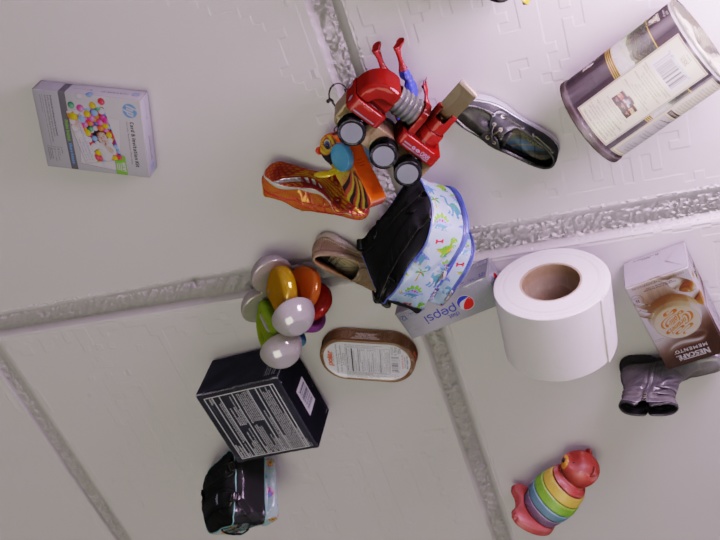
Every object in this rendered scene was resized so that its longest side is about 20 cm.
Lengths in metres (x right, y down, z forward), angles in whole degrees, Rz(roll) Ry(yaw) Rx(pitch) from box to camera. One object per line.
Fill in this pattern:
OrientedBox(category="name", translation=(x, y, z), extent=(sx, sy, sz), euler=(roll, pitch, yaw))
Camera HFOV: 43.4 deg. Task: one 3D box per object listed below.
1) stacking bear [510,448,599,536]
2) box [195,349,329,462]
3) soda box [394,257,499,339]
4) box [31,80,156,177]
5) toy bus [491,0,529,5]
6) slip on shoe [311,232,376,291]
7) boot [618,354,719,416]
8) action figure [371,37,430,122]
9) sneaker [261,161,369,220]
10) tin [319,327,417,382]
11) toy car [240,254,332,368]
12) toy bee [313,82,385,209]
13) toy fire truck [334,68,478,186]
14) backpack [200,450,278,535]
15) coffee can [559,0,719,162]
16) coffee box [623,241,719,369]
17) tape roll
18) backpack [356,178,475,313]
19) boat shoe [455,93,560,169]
OrientedBox(category="stacking bear", translation=(0.420, 0.455, 1.898), extent=(0.113, 0.122, 0.200), euler=(32, 119, -9))
OrientedBox(category="box", translation=(-0.201, 0.275, 1.886), extent=(0.197, 0.124, 0.201), euler=(-15, 120, 20))
OrientedBox(category="soda box", translation=(0.166, 0.053, 1.681), extent=(0.199, 0.064, 0.068), euler=(-25, 116, 27))
OrientedBox(category="box", translation=(-0.471, -0.251, 1.612), extent=(0.198, 0.041, 0.157), euler=(7, 127, 6))
OrientedBox(category="toy bus", translation=(0.180, -0.489, 1.253), extent=(0.199, 0.136, 0.193), euler=(25, 111, -9))
OrientedBox(category="slip on shoe", translation=(0.000, 0.000, 1.680), extent=(0.199, 0.061, 0.076), euler=(31, 126, -11))
OrientedBox(category="boot", translation=(0.576, 0.212, 1.665), extent=(0.198, 0.132, 0.070), euler=(-14, 121, 21))
OrientedBox(category="action figure", translation=(0.077, -0.280, 1.466), extent=(0.065, 0.052, 0.201), euler=(-5, 129, 22))
OrientedBox(category="sneaker", translation=(-0.078, -0.135, 1.606), extent=(0.198, 0.073, 0.077), euler=(21, 150, 2))
OrientedBox(category="tin", translation=(0.015, 0.171, 1.818), extent=(0.198, 0.042, 0.113), euler=(3, 122, 11))
OrientedBox(category="toy car", translation=(-0.130, 0.075, 1.722), extent=(0.149, 0.176, 0.201), euler=(-5, 135, -31))
OrientedBox(category="toy bee", translation=(-0.024, -0.196, 1.528), extent=(0.130, 0.202, 0.108), euler=(4, 168, -34))
OrientedBox(category="toy fire truck", translation=(0.078, -0.248, 1.395), extent=(0.175, 0.129, 0.200), euler=(33, 118, -20))
OrientedBox(category="backpack", translation=(-0.276, 0.508, 2.043), extent=(0.152, 0.177, 0.200), euler=(12, 148, -36))
OrientedBox(category="coffee can", translation=(0.417, -0.276, 1.333), extent=(0.146, 0.147, 0.200), euler=(42, 123, -19))
OrientedBox(category="coffee box", translation=(0.555, 0.064, 1.594), extent=(0.114, 0.080, 0.201), euler=(-22, 118, 26))
OrientedBox(category="tape roll", translation=(0.339, 0.074, 1.573), extent=(0.201, 0.203, 0.140), euler=(-6, 124, 17))
OrientedBox(category="backpack", translation=(0.108, -0.050, 1.552), extent=(0.146, 0.184, 0.201), euler=(12, 128, -26))
OrientedBox(category="boat shoe", translation=(0.234, -0.225, 1.466), extent=(0.199, 0.057, 0.069), euler=(23, 128, -5))
